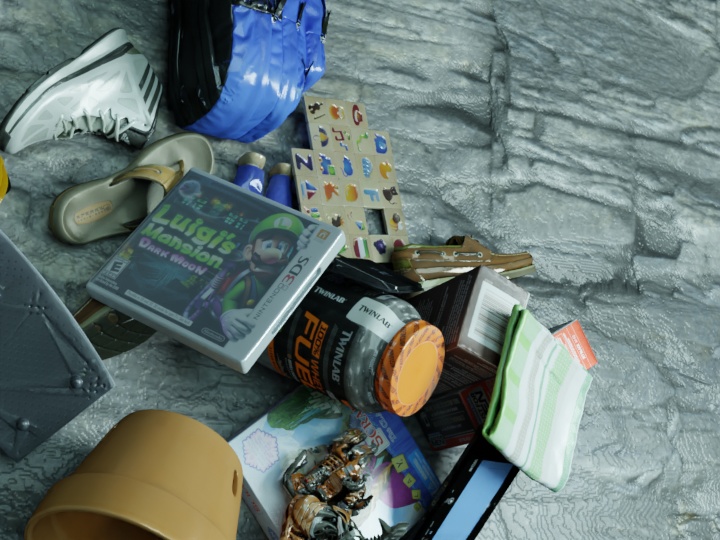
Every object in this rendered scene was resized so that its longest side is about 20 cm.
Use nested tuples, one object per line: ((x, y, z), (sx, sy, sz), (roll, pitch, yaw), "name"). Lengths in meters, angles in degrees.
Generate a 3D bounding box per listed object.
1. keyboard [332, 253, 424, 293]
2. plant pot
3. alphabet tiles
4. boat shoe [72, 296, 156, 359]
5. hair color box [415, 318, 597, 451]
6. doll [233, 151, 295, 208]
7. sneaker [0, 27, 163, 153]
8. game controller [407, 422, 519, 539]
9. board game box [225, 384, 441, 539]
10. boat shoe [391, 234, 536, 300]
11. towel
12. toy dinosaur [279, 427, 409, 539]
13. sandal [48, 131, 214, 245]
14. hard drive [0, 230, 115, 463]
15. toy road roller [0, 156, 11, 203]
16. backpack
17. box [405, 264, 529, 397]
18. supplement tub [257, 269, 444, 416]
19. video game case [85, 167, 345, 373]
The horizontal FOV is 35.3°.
((0.000, 0.000, 1.226), (0.126, 0.200, 0.021), (26, 94, 11), "keyboard")
((-0.198, 0.229, 1.073), (0.199, 0.200, 0.141), (35, 45, -14), "plant pot")
((-0.015, -0.107, 1.340), (0.166, 0.007, 0.203), (0, 75, -43), "alphabet tiles")
((-0.230, 0.017, 1.183), (0.199, 0.076, 0.074), (-35, 57, -21), "boat shoe")
((0.171, 0.135, 1.332), (0.198, 0.111, 0.065), (-26, 88, -31), "hair color box")
((-0.113, -0.026, 1.265), (0.135, 0.048, 0.203), (17, 67, -22), "doll")
((-0.284, -0.163, 1.198), (0.116, 0.076, 0.201), (47, 57, -6), "sneaker")
((0.118, 0.249, 1.241), (0.042, 0.202, 0.104), (38, 15, 32), "game controller")
((-0.029, 0.222, 1.239), (0.199, 0.041, 0.201), (-35, 93, -31), "board game box")
((0.129, -0.012, 1.373), (0.198, 0.072, 0.069), (-9, 83, -32), "boat shoe")
((0.193, 0.141, 1.207), (0.200, 0.030, 0.151), (41, 59, -52), "towel")
((-0.034, 0.263, 1.165), (0.135, 0.102, 0.201), (34, 80, 2), "toy dinosaur")
((-0.233, -0.082, 1.201), (0.199, 0.054, 0.081), (-29, 113, -30), "sandal")
((-0.342, 0.067, 1.090), (0.134, 0.042, 0.201), (-37, 95, -4), "hard drive")
((-0.420, -0.127, 1.073), (0.123, 0.146, 0.201), (-41, 96, -31), "toy road roller")
((-0.122, -0.247, 1.261), (0.166, 0.162, 0.203), (12, 69, -28), "backpack")
((0.095, 0.076, 1.257), (0.074, 0.199, 0.101), (29, 64, -20), "box")
((-0.018, 0.072, 1.187), (0.122, 0.198, 0.124), (-29, 128, -44), "supplement tub")
((-0.143, -0.007, 1.128), (0.198, 0.024, 0.182), (23, 57, 24), "video game case")
